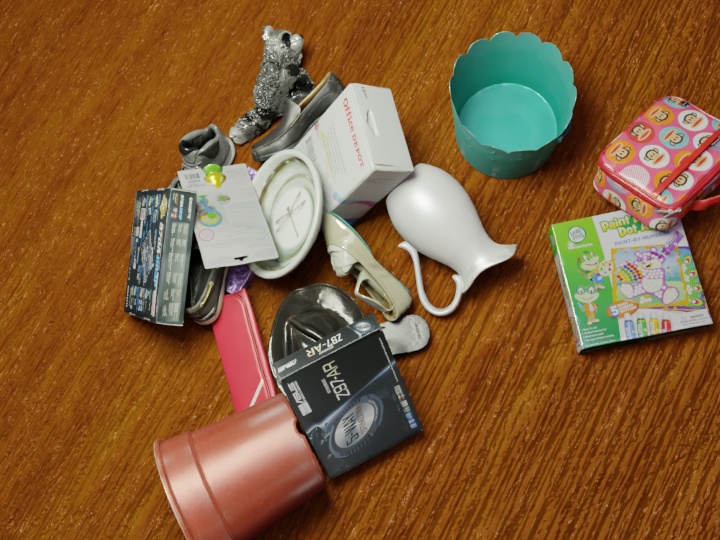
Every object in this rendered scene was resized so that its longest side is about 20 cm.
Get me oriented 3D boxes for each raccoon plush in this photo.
[{"bbox_3d":[-0.172,-0.333,1.278,0.198,0.097,0.135,-32,65,-3],"label":"raccoon plush"}]

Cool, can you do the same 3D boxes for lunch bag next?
[{"bbox_3d":[0.475,-0.158,1.126,0.199,0.082,0.176,-40,61,-15],"label":"lunch bag"}]

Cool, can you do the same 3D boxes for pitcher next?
[{"bbox_3d":[0.117,-0.048,1.151,0.172,0.121,0.200,-45,85,6],"label":"pitcher"}]

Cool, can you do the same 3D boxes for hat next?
[{"bbox_3d":[-0.076,0.117,1.101,0.196,0.081,0.206,-3,82,25],"label":"hat"}]

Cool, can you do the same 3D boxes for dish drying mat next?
[{"bbox_3d":[-0.186,0.136,1.163,0.075,0.018,0.204,-21,78,17],"label":"dish drying mat"}]

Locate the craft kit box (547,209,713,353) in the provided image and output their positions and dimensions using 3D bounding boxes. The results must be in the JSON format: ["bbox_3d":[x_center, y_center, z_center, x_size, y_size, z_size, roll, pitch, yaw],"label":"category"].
[{"bbox_3d":[0.407,0.009,1.130,0.195,0.049,0.202,-12,70,3],"label":"craft kit box"}]

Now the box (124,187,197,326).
[{"bbox_3d":[-0.315,-0.024,1.152,0.045,0.158,0.205,6,89,-35],"label":"box"}]

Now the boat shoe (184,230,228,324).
[{"bbox_3d":[-0.245,-0.021,1.173,0.070,0.061,0.206,-3,70,13],"label":"boat shoe"}]

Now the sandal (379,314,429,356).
[{"bbox_3d":[0.011,0.117,1.146,0.197,0.043,0.077,-24,73,0],"label":"sandal"}]

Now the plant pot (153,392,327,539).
[{"bbox_3d":[-0.161,0.286,1.050,0.192,0.201,0.203,-27,72,-10],"label":"plant pot"}]

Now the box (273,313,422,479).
[{"bbox_3d":[-0.014,0.182,1.058,0.158,0.203,0.044,-25,30,-5],"label":"box"}]

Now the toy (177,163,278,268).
[{"bbox_3d":[-0.211,-0.079,1.158,0.113,0.048,0.203,-9,58,-22],"label":"toy"}]

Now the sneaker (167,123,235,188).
[{"bbox_3d":[-0.291,-0.160,1.225,0.074,0.116,0.202,28,78,14],"label":"sneaker"}]

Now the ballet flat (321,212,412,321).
[{"bbox_3d":[0.000,0.000,1.132,0.200,0.069,0.070,45,82,-11],"label":"ballet flat"}]

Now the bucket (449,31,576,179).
[{"bbox_3d":[0.238,-0.256,1.178,0.202,0.135,0.212,-2,74,6],"label":"bucket"}]

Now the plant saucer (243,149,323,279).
[{"bbox_3d":[-0.113,-0.084,1.156,0.198,0.050,0.205,-15,70,44],"label":"plant saucer"}]

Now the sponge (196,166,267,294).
[{"bbox_3d":[-0.192,-0.065,1.230,0.110,0.030,0.202,29,80,14],"label":"sponge"}]

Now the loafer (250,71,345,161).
[{"bbox_3d":[-0.108,-0.257,1.243,0.198,0.073,0.073,-37,30,-10],"label":"loafer"}]

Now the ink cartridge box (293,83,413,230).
[{"bbox_3d":[-0.017,-0.171,1.150,0.083,0.199,0.148,-3,68,-34],"label":"ink cartridge box"}]
